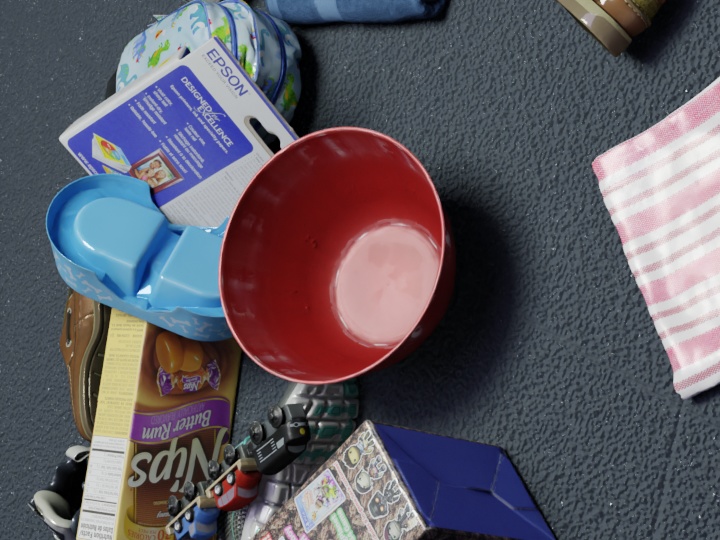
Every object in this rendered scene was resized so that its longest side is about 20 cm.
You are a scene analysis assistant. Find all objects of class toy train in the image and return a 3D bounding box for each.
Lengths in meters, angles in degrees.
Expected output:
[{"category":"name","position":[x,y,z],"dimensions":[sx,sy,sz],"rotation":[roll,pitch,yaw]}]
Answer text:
[{"category":"toy train","position":[-0.099,0.167,1.322],"dimensions":[0.200,0.034,0.046],"rotation":[-43,59,41]}]

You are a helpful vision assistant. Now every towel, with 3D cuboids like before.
[{"category":"towel","position":[0.246,-0.028,1.150],"dimensions":[0.146,0.030,0.201],"rotation":[-35,57,32]},{"category":"towel","position":[-0.004,-0.269,1.435],"dimensions":[0.199,0.048,0.113],"rotation":[7,84,43]}]

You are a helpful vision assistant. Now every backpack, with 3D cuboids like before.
[{"category":"backpack","position":[-0.142,-0.157,1.483],"dimensions":[0.199,0.154,0.164],"rotation":[-16,61,25]}]

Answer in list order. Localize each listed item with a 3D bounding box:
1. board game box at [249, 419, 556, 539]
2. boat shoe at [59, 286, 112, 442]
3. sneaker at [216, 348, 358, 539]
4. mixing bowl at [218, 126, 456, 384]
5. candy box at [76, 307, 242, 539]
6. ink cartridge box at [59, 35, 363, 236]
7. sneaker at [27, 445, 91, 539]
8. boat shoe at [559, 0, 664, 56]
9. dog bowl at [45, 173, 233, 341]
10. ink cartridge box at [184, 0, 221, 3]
[{"category":"board game box","position":[0.014,0.217,1.207],"dimensions":[0.200,0.159,0.097],"rotation":[-47,52,24]},{"category":"boat shoe","position":[-0.243,0.073,1.552],"dimensions":[0.068,0.072,0.201],"rotation":[-23,54,41]},{"category":"sneaker","position":[-0.071,0.152,1.365],"dimensions":[0.091,0.077,0.201],"rotation":[27,95,47]},{"category":"mixing bowl","position":[0.000,0.000,1.303],"dimensions":[0.199,0.108,0.202],"rotation":[-9,72,28]},{"category":"candy box","position":[-0.170,0.141,1.427],"dimensions":[0.056,0.116,0.202],"rotation":[1,80,43]},{"category":"ink cartridge box","position":[-0.123,-0.088,1.407],"dimensions":[0.199,0.198,0.047],"rotation":[-27,22,32]},{"category":"sneaker","position":[-0.249,0.243,1.462],"dimensions":[0.079,0.129,0.200],"rotation":[26,96,44]},{"category":"boat shoe","position":[0.159,-0.244,1.263],"dimensions":[0.068,0.072,0.200],"rotation":[-45,57,9]},{"category":"dog bowl","position":[-0.167,-0.007,1.387],"dimensions":[0.050,0.199,0.112],"rotation":[106,-174,-48]},{"category":"ink cartridge box","position":[-0.121,-0.363,1.546],"dimensions":[0.200,0.043,0.174],"rotation":[-53,37,18]}]
